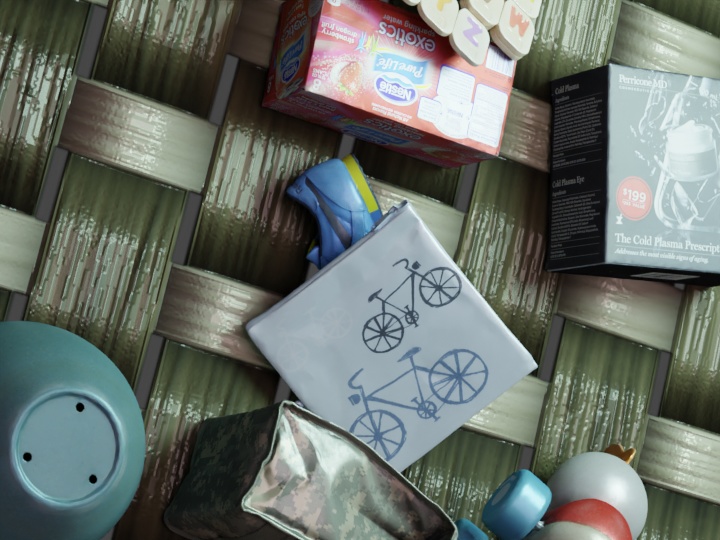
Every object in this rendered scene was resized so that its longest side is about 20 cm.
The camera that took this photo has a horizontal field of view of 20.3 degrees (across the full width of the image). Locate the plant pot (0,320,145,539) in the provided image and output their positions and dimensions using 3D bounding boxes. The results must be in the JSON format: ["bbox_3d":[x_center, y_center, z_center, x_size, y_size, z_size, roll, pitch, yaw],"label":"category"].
[{"bbox_3d":[-0.249,0.137,1.570,0.199,0.135,0.202,2,85,-27],"label":"plant pot"}]

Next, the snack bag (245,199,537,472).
[{"bbox_3d":[0.022,0.067,1.730,0.188,0.021,0.200,-38,107,6],"label":"snack bag"}]

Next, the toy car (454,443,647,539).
[{"bbox_3d":[0.191,0.236,1.802,0.184,0.177,0.200,40,41,-5],"label":"toy car"}]

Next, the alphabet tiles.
[{"bbox_3d":[0.084,-0.276,1.743,0.200,0.015,0.196,41,43,-23],"label":"alphabet tiles"}]

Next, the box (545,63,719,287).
[{"bbox_3d":[0.282,-0.085,1.875,0.198,0.104,0.184,4,83,-27],"label":"box"}]

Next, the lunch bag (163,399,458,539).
[{"bbox_3d":[-0.036,0.202,1.658,0.199,0.164,0.118,30,68,-21],"label":"lunch bag"}]

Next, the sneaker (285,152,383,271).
[{"bbox_3d":[0.000,0.000,1.754,0.078,0.066,0.201,-27,102,-6],"label":"sneaker"}]

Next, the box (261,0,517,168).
[{"bbox_3d":[0.025,-0.167,1.753,0.199,0.095,0.101,16,78,-26],"label":"box"}]
